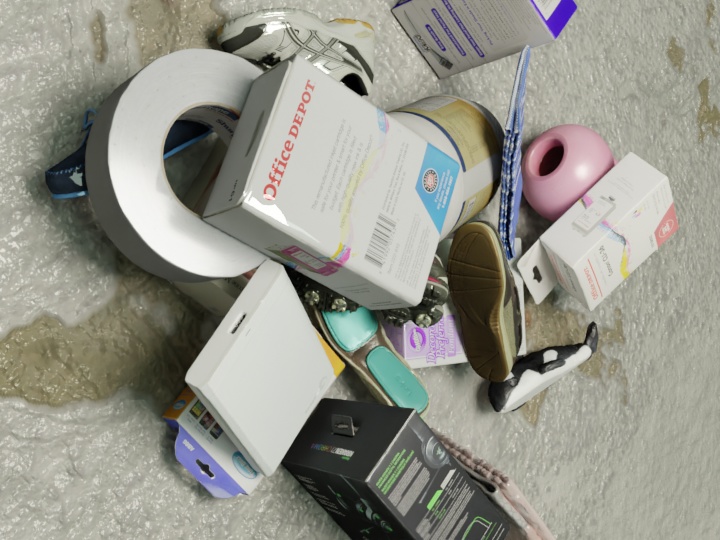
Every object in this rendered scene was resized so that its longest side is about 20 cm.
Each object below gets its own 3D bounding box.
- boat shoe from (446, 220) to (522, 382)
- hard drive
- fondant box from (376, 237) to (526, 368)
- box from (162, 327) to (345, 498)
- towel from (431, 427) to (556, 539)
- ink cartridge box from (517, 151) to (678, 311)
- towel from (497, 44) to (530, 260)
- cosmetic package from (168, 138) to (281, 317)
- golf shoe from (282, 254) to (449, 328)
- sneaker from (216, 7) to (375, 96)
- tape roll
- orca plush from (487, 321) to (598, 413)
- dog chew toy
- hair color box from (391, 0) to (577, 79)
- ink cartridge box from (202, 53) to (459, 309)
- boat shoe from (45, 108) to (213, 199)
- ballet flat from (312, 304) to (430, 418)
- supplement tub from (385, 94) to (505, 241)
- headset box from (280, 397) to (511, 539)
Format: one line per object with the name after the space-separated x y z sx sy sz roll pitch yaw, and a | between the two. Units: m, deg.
0.147 0.029 1.095 0.065 0.072 0.204 -42 132 -45 | boat shoe
-0.088 0.099 0.907 0.133 0.026 0.201 -57 152 -23 | hard drive
0.110 0.037 1.150 0.197 0.058 0.148 -3 90 -35 | fondant box
-0.114 0.133 0.994 0.120 0.041 0.201 50 64 -23 | box
0.162 0.281 1.092 0.032 0.199 0.192 -40 109 -12 | towel
0.295 -0.032 1.182 0.200 0.068 0.117 -43 141 -2 | ink cartridge box
0.176 -0.127 1.078 0.202 0.023 0.147 85 16 -48 | towel
-0.117 -0.065 0.970 0.103 0.087 0.203 37 67 -28 | cosmetic package
0.000 0.000 1.031 0.196 0.078 0.089 17 38 -6 | golf shoe
-0.060 -0.227 1.027 0.197 0.075 0.090 -4 90 -35 | sneaker
-0.143 -0.093 0.863 0.197 0.066 0.205 3 84 -33 | tape roll
0.225 0.111 1.222 0.198 0.106 0.072 -30 70 -23 | orca plush
0.300 -0.108 1.262 0.198 0.123 0.127 26 73 -40 | dog chew toy
0.139 -0.301 1.099 0.110 0.198 0.065 49 61 -23 | hair color box
-0.023 -0.073 0.853 0.198 0.084 0.147 29 69 -30 | ink cartridge box
-0.223 -0.134 0.909 0.200 0.083 0.070 -44 130 -44 | boat shoe
0.002 0.089 1.063 0.067 0.062 0.202 -31 83 -24 | ballet flat
0.076 -0.113 1.049 0.199 0.142 0.147 -33 108 -58 | supplement tub
0.030 0.231 1.011 0.201 0.173 0.093 51 63 -21 | headset box
